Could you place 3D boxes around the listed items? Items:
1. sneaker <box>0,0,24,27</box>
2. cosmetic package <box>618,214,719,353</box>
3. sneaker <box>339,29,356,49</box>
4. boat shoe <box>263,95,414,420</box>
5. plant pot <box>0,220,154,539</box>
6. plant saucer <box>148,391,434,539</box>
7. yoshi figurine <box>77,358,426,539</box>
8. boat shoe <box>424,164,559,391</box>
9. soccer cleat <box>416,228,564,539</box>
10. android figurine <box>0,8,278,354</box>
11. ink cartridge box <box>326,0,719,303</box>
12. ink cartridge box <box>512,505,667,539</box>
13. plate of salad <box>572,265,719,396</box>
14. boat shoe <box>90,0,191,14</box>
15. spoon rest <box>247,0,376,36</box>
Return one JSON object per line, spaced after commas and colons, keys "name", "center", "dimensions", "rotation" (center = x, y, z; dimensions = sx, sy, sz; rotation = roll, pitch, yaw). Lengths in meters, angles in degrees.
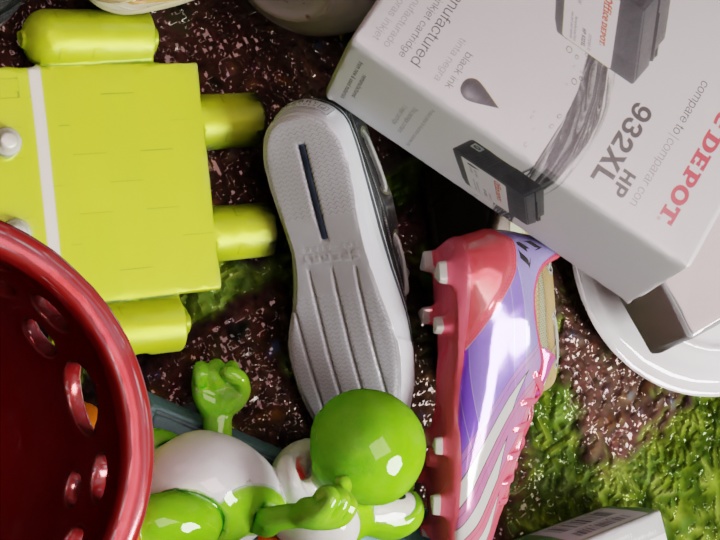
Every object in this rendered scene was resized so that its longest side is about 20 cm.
{"name": "sneaker", "center": [-0.241, -0.123, 0.692], "dimensions": [0.199, 0.112, 0.073], "rotation": [-29, 98, -25]}
{"name": "cosmetic package", "center": [0.173, -0.064, 0.867], "dimensions": [0.106, 0.090, 0.201], "rotation": [-26, 86, -9]}
{"name": "sneaker", "center": [0.007, -0.203, 0.856], "dimensions": [0.076, 0.075, 0.201], "rotation": [-25, 100, -47]}
{"name": "boat shoe", "center": [0.000, 0.000, 0.824], "dimensions": [0.071, 0.072, 0.201], "rotation": [-36, 123, -58]}
{"name": "plant pot", "center": [-0.209, 0.078, 0.652], "dimensions": [0.199, 0.182, 0.202], "rotation": [2, 85, -26]}
{"name": "plant saucer", "center": [-0.045, 0.133, 0.823], "dimensions": [0.199, 0.019, 0.070], "rotation": [26, 75, -22]}
{"name": "yoshi figurine", "center": [-0.049, 0.096, 0.758], "dimensions": [0.199, 0.112, 0.113], "rotation": [4, 77, -29]}
{"name": "boat shoe", "center": [0.086, -0.024, 0.880], "dimensions": [0.076, 0.071, 0.202], "rotation": [-6, 98, -39]}
{"name": "soccer cleat", "center": [0.071, 0.077, 0.815], "dimensions": [0.076, 0.067, 0.202], "rotation": [-2, 103, -10]}
{"name": "android figurine", "center": [-0.140, -0.044, 0.778], "dimensions": [0.199, 0.041, 0.184], "rotation": [-4, 88, -29]}
{"name": "ink cartridge box", "center": [0.106, -0.103, 0.772], "dimensions": [0.199, 0.084, 0.146], "rotation": [34, 74, -2]}
{"name": "ink cartridge box", "center": [0.143, 0.250, 0.883], "dimensions": [0.103, 0.059, 0.201], "rotation": [-14, 92, -27]}
{"name": "plate of salad", "center": [0.217, -0.022, 0.948], "dimensions": [0.199, 0.048, 0.202], "rotation": [0, 90, -18]}
{"name": "boat shoe", "center": [-0.050, -0.173, 0.735], "dimensions": [0.199, 0.069, 0.074], "rotation": [-22, 102, 4]}
{"name": "spoon rest", "center": [-0.071, -0.195, 0.803], "dimensions": [0.199, 0.099, 0.061], "rotation": [29, 49, -10]}
